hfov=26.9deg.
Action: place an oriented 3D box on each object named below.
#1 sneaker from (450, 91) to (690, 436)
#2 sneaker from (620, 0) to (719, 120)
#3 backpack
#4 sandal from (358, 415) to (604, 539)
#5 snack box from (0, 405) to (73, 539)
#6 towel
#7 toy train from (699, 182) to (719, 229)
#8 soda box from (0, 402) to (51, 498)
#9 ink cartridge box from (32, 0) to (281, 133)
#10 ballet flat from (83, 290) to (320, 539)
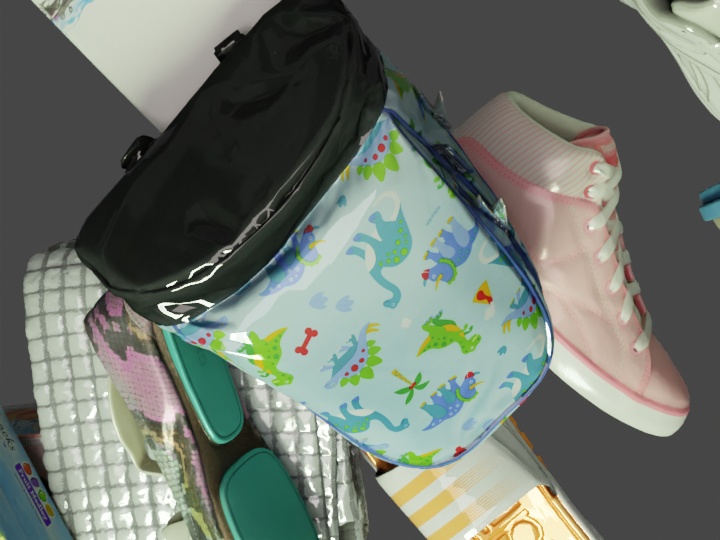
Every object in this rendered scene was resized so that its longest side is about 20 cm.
[{"bbox_3d":[0.119,-0.009,0.789,0.200,0.075,0.105,43,108,0],"label":"sneaker"},{"bbox_3d":[0.184,-0.121,0.746,0.199,0.099,0.078,39,104,-4],"label":"sneaker"},{"bbox_3d":[0.000,0.000,0.693,0.163,0.200,0.154,-46,54,1],"label":"backpack"},{"bbox_3d":[0.078,0.136,0.835,0.207,0.059,0.079,44,104,-4],"label":"sandal"},{"bbox_3d":[-0.275,0.126,0.793,0.198,0.068,0.170,-26,94,14],"label":"snack box"},{"bbox_3d":[-0.085,0.075,0.822,0.163,0.086,0.203,-6,101,10],"label":"towel"},{"bbox_3d":[0.250,-0.012,0.727,0.084,0.200,0.117,-25,89,-29],"label":"toy train"},{"bbox_3d":[-0.257,0.123,0.864,0.197,0.064,0.069,-7,102,8],"label":"soda box"},{"bbox_3d":[-0.096,-0.188,0.734,0.145,0.147,0.200,-43,96,13],"label":"ink cartridge box"},{"bbox_3d":[-0.080,0.097,0.755,0.071,0.069,0.202,-23,94,31],"label":"ballet flat"}]
